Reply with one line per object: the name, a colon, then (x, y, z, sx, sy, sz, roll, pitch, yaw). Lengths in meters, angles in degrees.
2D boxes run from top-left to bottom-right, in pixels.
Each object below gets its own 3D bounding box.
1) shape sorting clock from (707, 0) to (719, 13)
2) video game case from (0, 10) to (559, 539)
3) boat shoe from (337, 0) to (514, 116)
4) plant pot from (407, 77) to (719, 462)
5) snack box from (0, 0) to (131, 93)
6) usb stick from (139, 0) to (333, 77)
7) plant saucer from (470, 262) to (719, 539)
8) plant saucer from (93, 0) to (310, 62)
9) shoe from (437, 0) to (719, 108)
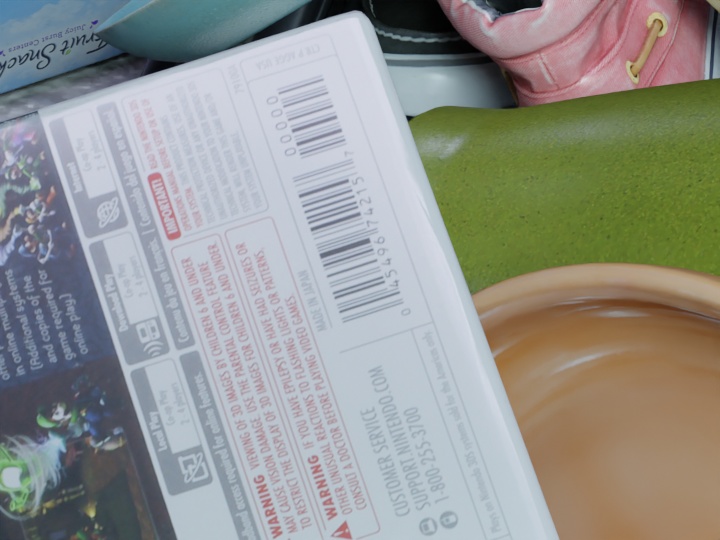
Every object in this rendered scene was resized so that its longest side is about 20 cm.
shape sorting clock: (0.180, -0.126, 0.894, 0.200, 0.039, 0.200, 1, 56, -1)
video game case: (-0.053, 0.058, 0.663, 0.182, 0.023, 0.200, -18, 73, -5)
boat shoe: (0.025, -0.102, 1.012, 0.069, 0.057, 0.200, -1, 20, 4)
plant pot: (0.097, 0.030, 0.785, 0.193, 0.201, 0.200, 9, 36, 26)
snack box: (-0.170, -0.138, 1.086, 0.169, 0.068, 0.200, -20, 44, -27)
usb stick: (-0.042, -0.075, 0.991, 0.055, 0.033, 0.200, 6, 54, 19)
plant saucer: (0.071, 0.096, 0.685, 0.200, 0.200, 0.037, 29, 24, 32)
plant saucer: (0.008, -0.118, 0.908, 0.200, 0.027, 0.200, -34, 8, 5)
shoe: (0.070, -0.102, 0.924, 0.071, 0.091, 0.200, -22, 34, 19)
